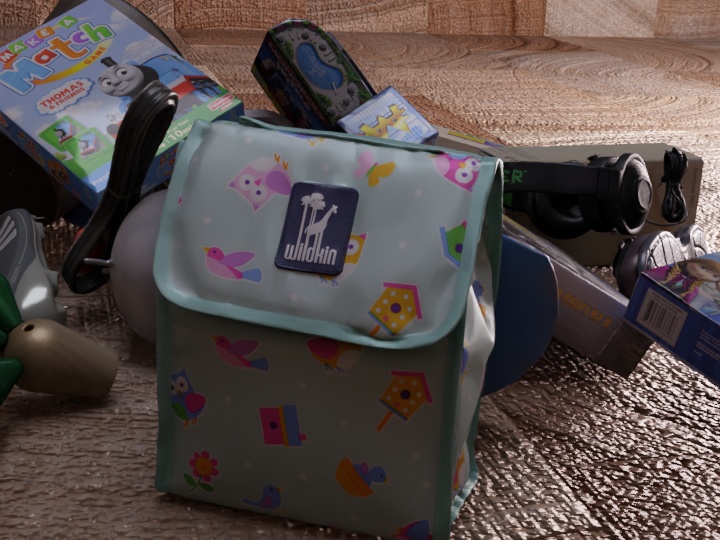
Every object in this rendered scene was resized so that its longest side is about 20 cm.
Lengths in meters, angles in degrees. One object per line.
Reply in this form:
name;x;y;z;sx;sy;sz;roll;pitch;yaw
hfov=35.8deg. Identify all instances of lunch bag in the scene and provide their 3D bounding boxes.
lunch bag;-0.015;0.025;0.583;0.170;0.200;0.122;9;19;15

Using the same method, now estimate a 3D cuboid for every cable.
cable;-0.182;-0.056;0.803;0.050;0.200;0.097;39;53;16

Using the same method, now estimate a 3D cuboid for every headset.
headset;0.195;-0.075;0.932;0.200;0.094;0.123;10;-5;-28

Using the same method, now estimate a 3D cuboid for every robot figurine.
robot figurine;-0.088;0.000;0.787;0.200;0.113;0.170;2;-19;-3

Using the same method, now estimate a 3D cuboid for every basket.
basket;-0.271;-0.143;1.049;0.136;0.180;0.200;-28;22;46

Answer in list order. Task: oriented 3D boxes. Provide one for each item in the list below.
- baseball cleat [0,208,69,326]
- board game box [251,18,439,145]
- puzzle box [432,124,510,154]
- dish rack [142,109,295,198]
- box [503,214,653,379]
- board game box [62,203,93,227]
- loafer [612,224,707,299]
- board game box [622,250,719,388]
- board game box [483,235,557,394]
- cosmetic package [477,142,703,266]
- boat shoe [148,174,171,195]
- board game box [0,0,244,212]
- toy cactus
baseball cleat;-0.279;0.002;0.826;0.106;0.070;0.200;-5;19;-23
board game box;-0.008;-0.133;0.986;0.062;0.200;0.200;-36;5;-11
puzzle box;0.072;-0.139;1.185;0.200;0.025;0.133;17;12;4
dish rack;-0.133;-0.062;0.983;0.200;0.044;0.172;-7;60;-28
box;0.113;-0.008;0.835;0.158;0.048;0.200;29;9;-20
board game box;-0.183;-0.058;1.072;0.200;0.039;0.158;-24;29;-35
loafer;0.241;0.002;0.931;0.063;0.072;0.200;-8;4;30
board game box;0.314;0.049;0.737;0.199;0.043;0.200;-11;37;-38
board game box;0.019;0.001;0.674;0.200;0.158;0.039;26;44;-6
cosmetic package;0.210;-0.061;1.040;0.200;0.104;0.073;-4;20;-16
boat shoe;-0.075;-0.060;0.940;0.200;0.060;0.072;15;54;-12
board game box;-0.219;-0.143;0.940;0.200;0.037;0.151;37;59;27
toy cactus;-0.231;0.049;0.671;0.165;0.102;0.200;21;14;-26
